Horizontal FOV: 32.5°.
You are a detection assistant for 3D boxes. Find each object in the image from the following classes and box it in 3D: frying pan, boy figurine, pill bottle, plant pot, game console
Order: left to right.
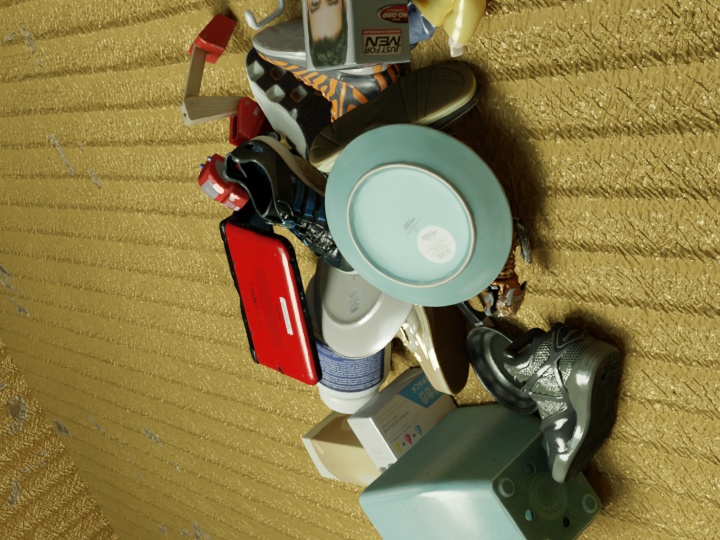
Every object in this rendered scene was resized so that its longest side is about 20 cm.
[{"bbox_3d":[-0.089,0.011,1.498,0.172,0.118,0.201,18,130,42],"label":"game console"},{"bbox_3d":[-0.014,0.091,1.570,0.111,0.111,0.201,37,148,28],"label":"pill bottle"},{"bbox_3d":[0.067,-0.255,1.119,0.125,0.064,0.200,63,154,-3],"label":"boy figurine"},{"bbox_3d":[0.142,0.082,1.410,0.190,0.031,0.115,50,152,15],"label":"frying pan"},{"bbox_3d":[0.160,0.275,1.437,0.196,0.196,0.200,56,146,-4],"label":"plant pot"}]

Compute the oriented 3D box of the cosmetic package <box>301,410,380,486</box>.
[{"bbox_3d":[0.018,0.237,1.693,0.200,0.105,0.071,-4,118,56],"label":"cosmetic package"}]

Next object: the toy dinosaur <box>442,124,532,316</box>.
[{"bbox_3d":[0.114,-0.052,1.269,0.135,0.102,0.201,-7,82,42],"label":"toy dinosaur"}]

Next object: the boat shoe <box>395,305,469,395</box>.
[{"bbox_3d":[0.067,0.051,1.434,0.069,0.074,0.201,-10,105,40],"label":"boat shoe"}]

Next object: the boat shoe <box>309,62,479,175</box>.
[{"bbox_3d":[0.041,-0.144,1.240,0.199,0.074,0.065,-20,138,33],"label":"boat shoe"}]

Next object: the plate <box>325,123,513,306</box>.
[{"bbox_3d":[0.052,-0.048,1.222,0.199,0.026,0.201,11,121,19],"label":"plate"}]

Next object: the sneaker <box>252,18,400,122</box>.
[{"bbox_3d":[-0.036,-0.198,1.323,0.200,0.077,0.113,26,140,41],"label":"sneaker"}]

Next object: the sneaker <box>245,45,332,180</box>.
[{"bbox_3d":[-0.057,-0.167,1.409,0.200,0.074,0.089,53,166,6],"label":"sneaker"}]

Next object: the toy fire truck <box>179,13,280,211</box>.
[{"bbox_3d":[-0.159,-0.185,1.454,0.141,0.201,0.049,29,157,-15],"label":"toy fire truck"}]

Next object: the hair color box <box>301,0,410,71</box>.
[{"bbox_3d":[-0.009,-0.284,1.116,0.099,0.060,0.201,8,104,61],"label":"hair color box"}]

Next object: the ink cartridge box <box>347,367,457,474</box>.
[{"bbox_3d":[0.087,0.237,1.574,0.201,0.115,0.068,58,152,-9],"label":"ink cartridge box"}]

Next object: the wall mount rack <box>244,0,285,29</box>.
[{"bbox_3d":[-0.076,-0.319,1.252,0.200,0.074,0.174,25,141,41],"label":"wall mount rack"}]

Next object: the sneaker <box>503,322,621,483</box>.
[{"bbox_3d":[0.210,0.134,1.321,0.114,0.076,0.200,34,143,35],"label":"sneaker"}]

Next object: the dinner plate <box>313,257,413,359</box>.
[{"bbox_3d":[0.000,0.000,1.404,0.200,0.024,0.201,-21,63,49],"label":"dinner plate"}]

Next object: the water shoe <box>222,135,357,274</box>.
[{"bbox_3d":[-0.075,-0.062,1.378,0.200,0.079,0.072,45,132,13],"label":"water shoe"}]
